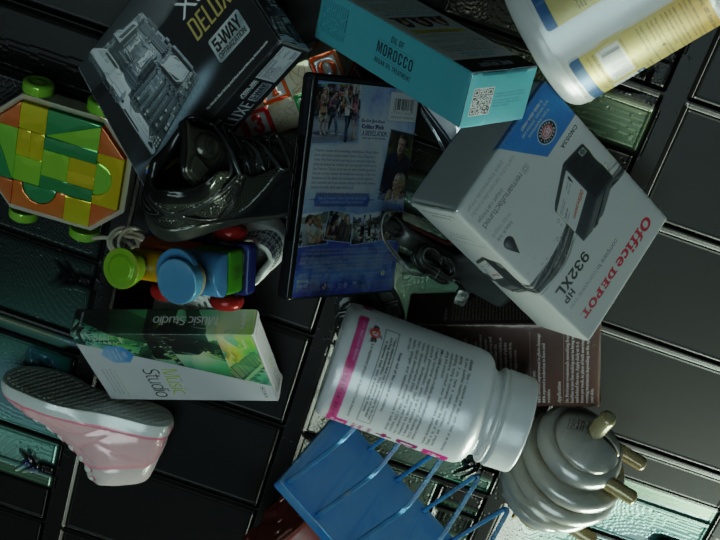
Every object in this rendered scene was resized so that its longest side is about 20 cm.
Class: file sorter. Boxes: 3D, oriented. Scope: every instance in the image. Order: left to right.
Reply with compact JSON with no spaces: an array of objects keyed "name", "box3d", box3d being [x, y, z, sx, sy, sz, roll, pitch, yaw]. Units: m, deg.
[{"name":"file sorter","box3d":[0.040,0.235,1.229,0.200,0.139,0.123,48,128,-1]}]

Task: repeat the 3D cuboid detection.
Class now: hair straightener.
[{"name":"hair straightener","box3d":[0.088,-0.007,1.122,0.041,0.077,0.199,-43,135,18]}]

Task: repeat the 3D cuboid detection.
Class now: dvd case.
[{"name":"dvd case","box3d":[-0.009,-0.076,1.078,0.017,0.141,0.203,18,105,43]}]

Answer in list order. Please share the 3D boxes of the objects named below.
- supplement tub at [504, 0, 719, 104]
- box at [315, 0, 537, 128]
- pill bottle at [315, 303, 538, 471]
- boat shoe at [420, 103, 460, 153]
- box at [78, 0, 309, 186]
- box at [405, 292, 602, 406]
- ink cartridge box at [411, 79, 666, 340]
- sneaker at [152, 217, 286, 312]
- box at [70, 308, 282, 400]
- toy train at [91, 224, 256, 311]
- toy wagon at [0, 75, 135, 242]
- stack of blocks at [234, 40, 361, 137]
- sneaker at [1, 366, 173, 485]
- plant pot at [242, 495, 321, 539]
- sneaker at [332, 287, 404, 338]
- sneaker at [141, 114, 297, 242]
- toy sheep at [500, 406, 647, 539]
[{"name":"supplement tub","box3d":[0.232,-0.248,0.990,0.198,0.145,0.145,-29,109,21]},{"name":"box","box3d":[0.053,-0.191,1.020,0.199,0.081,0.050,39,127,38]},{"name":"pill bottle","box3d":[0.064,0.117,1.136,0.197,0.114,0.115,20,118,-1]},{"name":"boat shoe","box3d":[0.105,-0.090,1.135,0.067,0.072,0.201,-30,116,19]},{"name":"box","box3d":[-0.159,-0.196,1.084,0.200,0.049,0.159,-42,68,25]},{"name":"box","box3d":[0.148,0.082,1.210,0.196,0.075,0.102,-1,117,7]},{"name":"ink cartridge box","box3d":[0.167,-0.055,1.073,0.200,0.083,0.146,41,79,-28]},{"name":"sneaker","box3d":[-0.153,0.009,1.215,0.076,0.081,0.199,43,116,-15]},{"name":"box","box3d":[-0.192,0.092,1.251,0.196,0.037,0.145,-2,146,8]},{"name":"toy train","box3d":[-0.210,-0.008,1.130,0.197,0.115,0.086,8,101,22]},{"name":"toy wagon","box3d":[-0.328,-0.118,1.199,0.197,0.040,0.157,16,117,0]},{"name":"stack of blocks","box3d":[-0.089,-0.139,1.141,0.197,0.059,0.116,-17,113,16]},{"name":"sneaker","box3d":[-0.318,0.185,1.329,0.197,0.076,0.106,18,113,-6]},{"name":"plant pot","box3d":[-0.025,0.345,1.312,0.200,0.201,0.196,-34,99,22]},{"name":"sneaker","box3d":[0.000,0.000,1.191,0.074,0.080,0.202,-10,120,7]},{"name":"sneaker","box3d":[-0.101,-0.094,1.044,0.196,0.077,0.115,-16,160,-10]},{"name":"toy sheep","box3d":[0.219,0.209,1.229,0.136,0.139,0.201,24,130,-4]}]
